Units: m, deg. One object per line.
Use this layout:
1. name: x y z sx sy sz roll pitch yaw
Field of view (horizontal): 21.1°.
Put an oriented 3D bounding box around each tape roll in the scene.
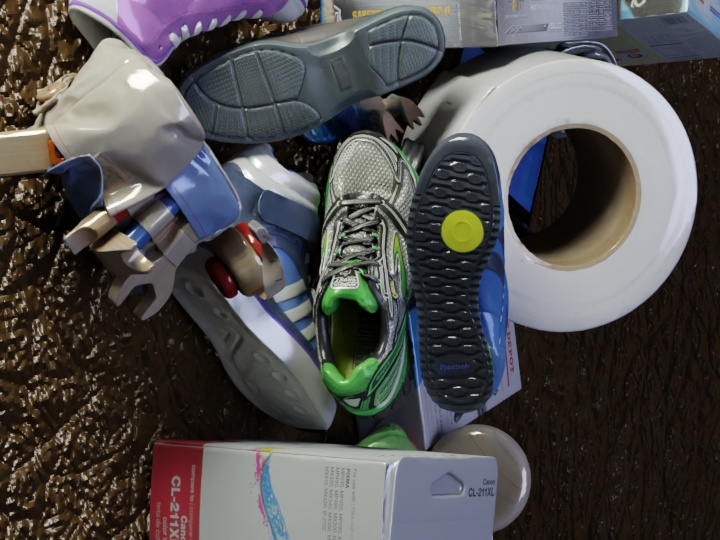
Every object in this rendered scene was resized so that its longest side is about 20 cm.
1. tape roll: 0.139 -0.065 1.472 0.200 0.139 0.205 -3 101 -13

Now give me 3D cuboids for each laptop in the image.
1. laptop: 0.152 -0.086 1.673 0.103 0.200 0.177 -47 140 6

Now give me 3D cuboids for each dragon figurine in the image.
1. dragon figurine: -0.018 -0.131 1.458 0.059 0.099 0.201 -40 104 -46

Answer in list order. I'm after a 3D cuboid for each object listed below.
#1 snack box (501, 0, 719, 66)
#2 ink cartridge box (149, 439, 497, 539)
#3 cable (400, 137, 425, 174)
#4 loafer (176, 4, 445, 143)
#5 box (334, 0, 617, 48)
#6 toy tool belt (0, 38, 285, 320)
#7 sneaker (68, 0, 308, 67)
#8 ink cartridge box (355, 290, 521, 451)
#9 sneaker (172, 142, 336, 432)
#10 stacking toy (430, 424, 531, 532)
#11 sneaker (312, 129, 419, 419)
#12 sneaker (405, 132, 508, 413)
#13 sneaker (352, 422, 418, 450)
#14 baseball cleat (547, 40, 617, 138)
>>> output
1. snack box: 0.217 -0.211 1.678 0.116 0.198 0.038 22 70 -54
2. ink cartridge box: -0.025 0.163 1.334 0.145 0.198 0.084 8 84 -55
3. cable: 0.000 0.000 1.434 0.097 0.050 0.202 -59 163 -62
4. loafer: -0.039 -0.140 1.370 0.198 0.063 0.073 -17 109 -12
5. box: 0.089 -0.201 1.529 0.199 0.157 0.049 -13 102 -54
6. toy tool belt: -0.146 -0.038 1.242 0.122 0.125 0.201 -36 120 -9
7. sneaker: -0.120 -0.174 1.305 0.199 0.072 0.116 16 82 -44
8. ink cartridge box: 0.072 0.059 1.591 0.199 0.067 0.117 -26 113 -53
9. sneaker: -0.050 0.004 1.396 0.201 0.080 0.147 54 53 -35
10. stacking toy: 0.104 0.174 1.593 0.200 0.084 0.086 39 56 -79
11. sneaker: 0.006 -0.001 1.351 0.085 0.077 0.202 43 45 -73
12. sneaker: 0.072 -0.004 1.360 0.079 0.065 0.202 -56 146 -66
13. sneaker: 0.012 0.208 1.520 0.083 0.077 0.202 -16 121 -13
14. baseball cleat: 0.181 -0.155 1.660 0.200 0.106 0.070 -14 89 -65
